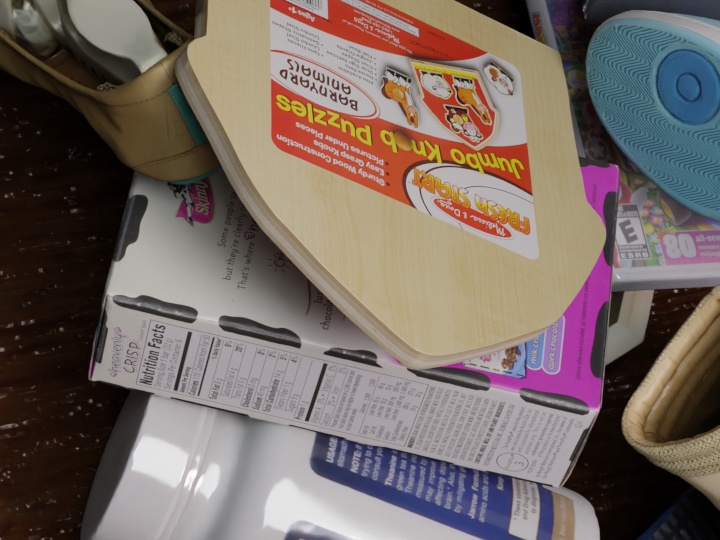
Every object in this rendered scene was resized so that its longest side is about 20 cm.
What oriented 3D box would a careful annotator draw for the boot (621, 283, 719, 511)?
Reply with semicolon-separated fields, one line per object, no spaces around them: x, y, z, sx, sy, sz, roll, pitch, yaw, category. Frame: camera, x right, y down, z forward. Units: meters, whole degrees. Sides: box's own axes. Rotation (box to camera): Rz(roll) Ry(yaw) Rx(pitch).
0.218;0.042;0.994;0.200;0.073;0.155;-36;132;14;boot

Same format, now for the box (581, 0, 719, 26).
0.205;-0.184;1.084;0.200;0.124;0.197;16;43;-14;box

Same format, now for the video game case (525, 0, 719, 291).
0.147;-0.089;1.115;0.143;0.018;0.200;-3;71;-31;video game case

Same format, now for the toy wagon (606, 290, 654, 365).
0.040;-0.025;1.095;0.200;0.040;0.155;16;76;-12;toy wagon

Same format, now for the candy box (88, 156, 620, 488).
0.000;0.000;0.992;0.200;0.061;0.137;14;49;-4;candy box

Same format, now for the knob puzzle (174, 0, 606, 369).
0.010;-0.039;0.944;0.219;0.030;0.220;25;43;-25;knob puzzle

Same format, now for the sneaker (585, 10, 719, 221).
0.202;-0.066;1.014;0.200;0.080;0.131;30;38;23;sneaker

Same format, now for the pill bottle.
-0.010;0.112;1.016;0.200;0.111;0.111;22;75;-12;pill bottle

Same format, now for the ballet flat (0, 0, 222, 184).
-0.112;-0.103;0.988;0.069;0.200;0.063;-39;134;-16;ballet flat

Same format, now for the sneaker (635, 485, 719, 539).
0.143;0.144;1.090;0.200;0.078;0.066;-32;78;-37;sneaker
